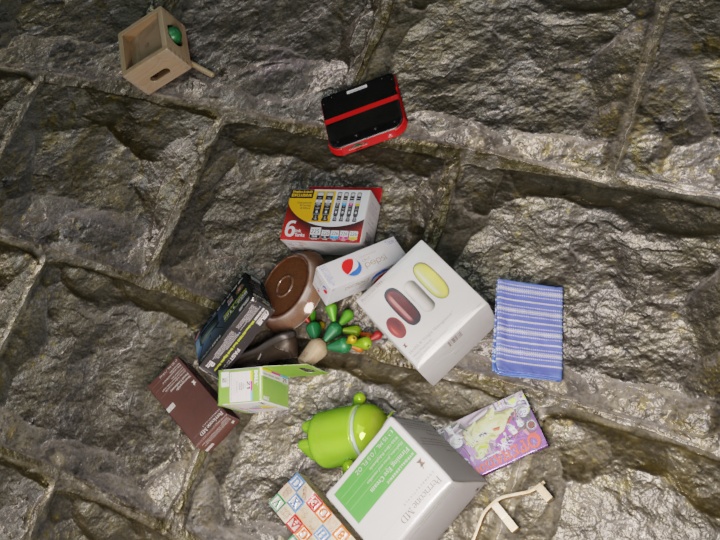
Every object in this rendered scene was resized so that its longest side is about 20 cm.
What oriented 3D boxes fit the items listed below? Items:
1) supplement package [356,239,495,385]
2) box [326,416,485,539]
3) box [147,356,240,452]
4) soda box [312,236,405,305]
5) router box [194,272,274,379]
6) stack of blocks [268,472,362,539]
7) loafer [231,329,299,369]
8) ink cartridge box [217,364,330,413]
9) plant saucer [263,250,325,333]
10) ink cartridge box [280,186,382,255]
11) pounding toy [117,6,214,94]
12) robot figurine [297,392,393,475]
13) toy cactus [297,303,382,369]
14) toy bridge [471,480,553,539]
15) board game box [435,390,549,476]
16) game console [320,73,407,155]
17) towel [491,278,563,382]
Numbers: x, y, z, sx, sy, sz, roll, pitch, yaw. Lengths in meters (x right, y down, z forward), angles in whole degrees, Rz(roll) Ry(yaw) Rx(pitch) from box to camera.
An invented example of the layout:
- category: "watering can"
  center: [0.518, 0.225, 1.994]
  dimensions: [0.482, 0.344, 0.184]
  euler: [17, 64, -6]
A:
- category: "supplement package"
  center: [0.137, 0.087, 1.694]
  dimensions: [0.191, 0.147, 0.200]
  euler: [-43, 63, -2]
- category: "box"
  center: [0.087, 0.405, 1.536]
  dimensions: [0.171, 0.200, 0.199]
  euler: [42, 97, 28]
- category: "box"
  center: [-0.370, 0.295, 1.830]
  dimensions: [0.100, 0.075, 0.200]
  euler: [-47, 63, -4]
- category: "soda box"
  center: [0.000, 0.000, 1.772]
  dimensions: [0.199, 0.068, 0.064]
  euler: [-22, 63, -25]
- category: "router box"
  center: [-0.279, 0.120, 1.809]
  dimensions: [0.200, 0.062, 0.150]
  euler: [-52, 25, 7]
- category: "stack of blocks"
  center: [-0.094, 0.517, 1.646]
  dimensions: [0.115, 0.059, 0.200]
  euler: [-46, 62, -3]
- category: "loafer"
  center: [-0.212, 0.197, 1.796]
  dimensions: [0.200, 0.073, 0.072]
  euler: [-30, 81, 31]
- category: "ink cartridge box"
  center: [-0.178, 0.248, 1.736]
  dimensions: [0.199, 0.148, 0.076]
  euler: [-7, 72, 17]
- category: "plant saucer"
  center: [-0.158, 0.040, 1.836]
  dimensions: [0.200, 0.034, 0.201]
  euler: [-27, 46, 32]
- category: "ink cartridge box"
  center: [-0.064, -0.130, 1.892]
  dimensions: [0.199, 0.084, 0.176]
  euler: [3, 69, 21]
- category: "pounding toy"
  center: [-0.524, -0.581, 2.229]
  dimensions: [0.199, 0.142, 0.185]
  euler: [-25, 61, 20]
- category: "robot figurine"
  center: [-0.025, 0.330, 1.656]
  dimensions: [0.199, 0.116, 0.176]
  euler: [-16, 42, 27]
- category: "toy cactus"
  center: [-0.068, 0.138, 1.761]
  dimensions: [0.200, 0.102, 0.165]
  euler: [30, 61, 28]
- category: "toy bridge"
  center: [0.272, 0.463, 1.558]
  dimensions: [0.200, 0.027, 0.067]
  euler: [-41, 60, -1]
- category: "board game box"
  center: [0.253, 0.331, 1.622]
  dimensions: [0.199, 0.032, 0.120]
  euler: [-27, 66, 7]
- category: "game console"
  center: [0.007, -0.377, 2.005]
  dimensions: [0.199, 0.031, 0.178]
  euler: [-18, 59, 11]
- category: "towel"
  center: [0.336, 0.118, 1.650]
  dimensions: [0.144, 0.024, 0.201]
  euler: [8, 70, -6]
